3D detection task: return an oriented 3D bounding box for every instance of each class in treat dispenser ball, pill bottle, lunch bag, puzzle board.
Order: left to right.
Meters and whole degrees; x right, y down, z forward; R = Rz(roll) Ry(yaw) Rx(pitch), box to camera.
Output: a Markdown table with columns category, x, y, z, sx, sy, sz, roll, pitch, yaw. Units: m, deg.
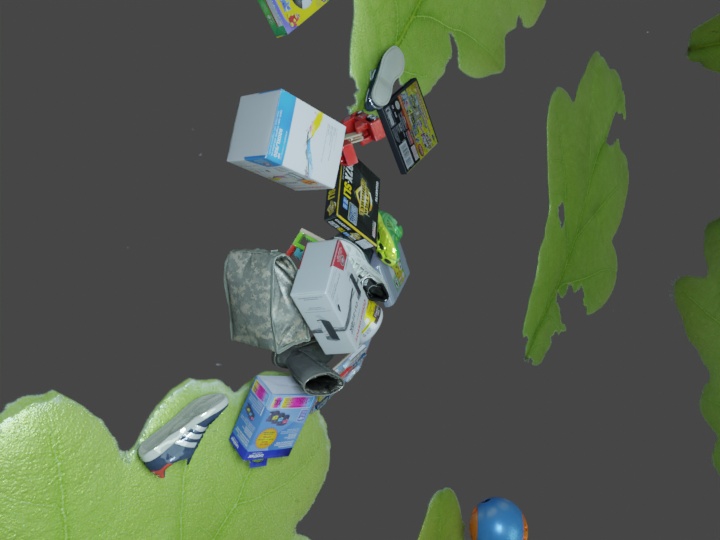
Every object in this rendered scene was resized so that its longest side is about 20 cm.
| category | x | y | z | sx | sy | sz | roll | pitch | yaw |
| --- | --- | --- | --- | --- | --- | --- | --- | --- | --- |
| lunch bag | -0.199 | 0.051 | 1.245 | 0.116 | 0.162 | 0.205 | -19 | 108 | -46 |
| pill bottle | -0.047 | 0.080 | 1.434 | 0.199 | 0.109 | 0.110 | 39 | 65 | -21 |
| puzzle board | -0.046 | 0.259 | 1.477 | 0.199 | 0.017 | 0.152 | -38 | 158 | -39 |
| treat dispenser ball | 0.472 | 0.884 | 2.034 | 0.199 | 0.198 | 0.206 | -6 | 99 | -46 |

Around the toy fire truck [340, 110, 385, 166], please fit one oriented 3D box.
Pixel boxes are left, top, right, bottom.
| category | x | y | z | sx | sy | sz | roll | pitch | yaw |
| --- | --- | --- | --- | --- | --- | --- | --- | --- | --- |
| toy fire truck | -0.018 | -0.317 | 1.409 | 0.139 | 0.200 | 0.049 | -29 | 121 | -10 |

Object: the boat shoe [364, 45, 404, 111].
| category | x | y | z | sx | sy | sz | roll | pitch | yaw |
| --- | --- | --- | --- | --- | --- | --- | --- | --- | --- |
| boat shoe | 0.061 | -0.496 | 1.543 | 0.074 | 0.061 | 0.204 | 29 | 64 | -28 |

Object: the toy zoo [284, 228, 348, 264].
| category | x | y | z | sx | sy | sz | roll | pitch | yaw |
| --- | --- | --- | --- | --- | --- | --- | --- | --- | --- |
| toy zoo | -0.128 | 0.014 | 1.354 | 0.202 | 0.129 | 0.021 | -60 | 170 | -22 |

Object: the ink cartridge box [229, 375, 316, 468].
| category | x | y | z | sx | sy | sz | roll | pitch | yaw |
| --- | --- | --- | --- | --- | --- | --- | --- | --- | --- |
| ink cartridge box | -0.198 | 0.337 | 1.311 | 0.135 | 0.076 | 0.203 | 11 | 110 | -46 |

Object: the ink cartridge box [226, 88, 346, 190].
| category | x | y | z | sx | sy | sz | roll | pitch | yaw |
| --- | --- | --- | --- | --- | --- | --- | --- | --- | --- |
| ink cartridge box | -0.154 | -0.271 | 1.273 | 0.198 | 0.145 | 0.148 | 17 | 82 | -46 |

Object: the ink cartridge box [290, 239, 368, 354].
| category | x | y | z | sx | sy | sz | roll | pitch | yaw |
| --- | --- | --- | --- | --- | --- | --- | --- | --- | --- |
| ink cartridge box | -0.059 | 0.059 | 1.249 | 0.202 | 0.082 | 0.146 | 66 | 28 | -43 |

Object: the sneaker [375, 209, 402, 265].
| category | x | y | z | sx | sy | sz | roll | pitch | yaw |
| --- | --- | --- | --- | --- | --- | --- | --- | --- | --- |
| sneaker | 0.075 | -0.092 | 1.514 | 0.082 | 0.202 | 0.075 | 6 | 130 | -19 |

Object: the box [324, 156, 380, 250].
| category | x | y | z | sx | sy | sz | roll | pitch | yaw |
| --- | --- | --- | --- | --- | --- | --- | --- | --- | --- |
| box | -0.016 | -0.176 | 1.462 | 0.159 | 0.049 | 0.204 | 34 | 50 | -42 |

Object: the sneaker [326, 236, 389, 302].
| category | x | y | z | sx | sy | sz | roll | pitch | yaw |
| --- | --- | --- | --- | --- | --- | --- | --- | --- | --- |
| sneaker | 0.000 | 0.000 | 1.410 | 0.200 | 0.115 | 0.076 | 42 | 90 | -18 |

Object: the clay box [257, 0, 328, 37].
| category | x | y | z | sx | sy | sz | roll | pitch | yaw |
| --- | --- | --- | --- | --- | --- | --- | --- | --- | --- |
| clay box | -0.142 | -0.623 | 1.322 | 0.201 | 0.047 | 0.116 | -52 | 129 | -29 |

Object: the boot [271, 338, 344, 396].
| category | x | y | z | sx | sy | sz | roll | pitch | yaw |
| --- | --- | --- | --- | --- | --- | --- | --- | --- | --- |
| boot | -0.092 | 0.214 | 1.333 | 0.179 | 0.199 | 0.074 | -9 | 99 | -33 |

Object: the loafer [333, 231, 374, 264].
| category | x | y | z | sx | sy | sz | roll | pitch | yaw |
| --- | --- | --- | --- | --- | --- | --- | --- | --- | --- |
| loafer | -0.006 | -0.037 | 1.535 | 0.200 | 0.062 | 0.073 | 48 | 30 | -43 |

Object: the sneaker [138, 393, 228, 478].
| category | x | y | z | sx | sy | sz | roll | pitch | yaw |
| --- | --- | --- | --- | --- | --- | --- | --- | --- | --- |
| sneaker | -0.341 | 0.331 | 1.191 | 0.199 | 0.074 | 0.086 | -35 | 117 | -29 |

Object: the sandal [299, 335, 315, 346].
| category | x | y | z | sx | sy | sz | roll | pitch | yaw |
| --- | --- | --- | --- | --- | --- | --- | --- | --- | --- |
| sandal | -0.076 | 0.172 | 1.478 | 0.199 | 0.045 | 0.076 | -37 | 118 | -39 |

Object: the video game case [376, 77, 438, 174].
| category | x | y | z | sx | sy | sz | roll | pitch | yaw |
| --- | --- | --- | --- | --- | --- | --- | --- | --- | --- |
| video game case | 0.135 | -0.403 | 1.662 | 0.181 | 0.025 | 0.202 | -46 | 124 | -34 |

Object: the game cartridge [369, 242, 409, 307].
| category | x | y | z | sx | sy | sz | roll | pitch | yaw |
| --- | --- | --- | --- | --- | --- | --- | --- | --- | --- |
| game cartridge | 0.079 | -0.009 | 1.578 | 0.135 | 0.040 | 0.201 | 66 | 27 | -19 |
